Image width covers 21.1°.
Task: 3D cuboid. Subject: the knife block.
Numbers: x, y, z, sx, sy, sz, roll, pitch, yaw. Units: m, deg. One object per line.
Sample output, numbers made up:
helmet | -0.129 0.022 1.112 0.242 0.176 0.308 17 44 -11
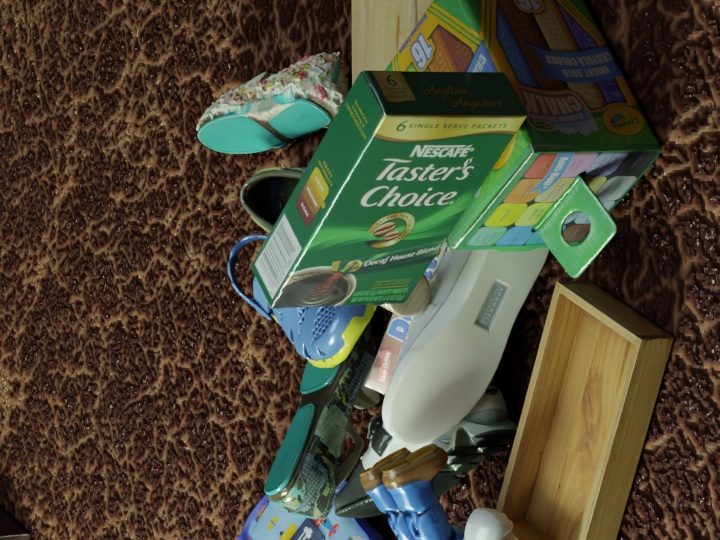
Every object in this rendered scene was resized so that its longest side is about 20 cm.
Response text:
knife block | 0.029 -0.217 1.515 0.176 0.064 0.201 44 108 45

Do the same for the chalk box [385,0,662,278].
chalk box | 0.118 -0.093 1.379 0.125 0.123 0.201 -52 50 43

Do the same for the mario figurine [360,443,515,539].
mario figurine | 0.080 0.225 1.467 0.123 0.105 0.202 -52 -62 -80

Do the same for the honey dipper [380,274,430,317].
honey dipper | 0.000 0.000 1.525 0.200 0.038 0.038 -156 69 -67

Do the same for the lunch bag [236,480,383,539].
lunch bag | -0.043 0.270 1.679 0.151 0.093 0.201 44 114 46

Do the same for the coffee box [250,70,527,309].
coffee box | 0.017 -0.053 1.319 0.201 0.122 0.044 -57 47 40

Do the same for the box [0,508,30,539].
box | -0.508 0.354 2.269 0.199 0.165 0.166 28 113 52

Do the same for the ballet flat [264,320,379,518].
ballet flat | -0.021 0.117 1.628 0.074 0.074 0.202 -11 51 55

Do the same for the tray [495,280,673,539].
tray | 0.160 0.120 1.404 0.099 0.037 0.202 37 120 49

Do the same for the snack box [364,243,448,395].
snack box | 0.054 0.000 1.526 0.024 0.072 0.201 24 119 6

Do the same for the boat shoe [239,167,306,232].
boat shoe | -0.031 -0.047 1.653 0.201 0.060 0.073 21 108 53

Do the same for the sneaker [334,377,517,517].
sneaker | 0.044 0.132 1.545 0.200 0.074 0.089 -38 60 38

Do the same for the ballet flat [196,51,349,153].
ballet flat | -0.072 -0.149 1.719 0.199 0.075 0.064 -8 53 51

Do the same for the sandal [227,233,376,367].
sandal | -0.056 0.021 1.624 0.080 0.087 0.200 -56 28 -5

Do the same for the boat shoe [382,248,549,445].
boat shoe | 0.070 0.034 1.466 0.202 0.072 0.068 -66 26 3
